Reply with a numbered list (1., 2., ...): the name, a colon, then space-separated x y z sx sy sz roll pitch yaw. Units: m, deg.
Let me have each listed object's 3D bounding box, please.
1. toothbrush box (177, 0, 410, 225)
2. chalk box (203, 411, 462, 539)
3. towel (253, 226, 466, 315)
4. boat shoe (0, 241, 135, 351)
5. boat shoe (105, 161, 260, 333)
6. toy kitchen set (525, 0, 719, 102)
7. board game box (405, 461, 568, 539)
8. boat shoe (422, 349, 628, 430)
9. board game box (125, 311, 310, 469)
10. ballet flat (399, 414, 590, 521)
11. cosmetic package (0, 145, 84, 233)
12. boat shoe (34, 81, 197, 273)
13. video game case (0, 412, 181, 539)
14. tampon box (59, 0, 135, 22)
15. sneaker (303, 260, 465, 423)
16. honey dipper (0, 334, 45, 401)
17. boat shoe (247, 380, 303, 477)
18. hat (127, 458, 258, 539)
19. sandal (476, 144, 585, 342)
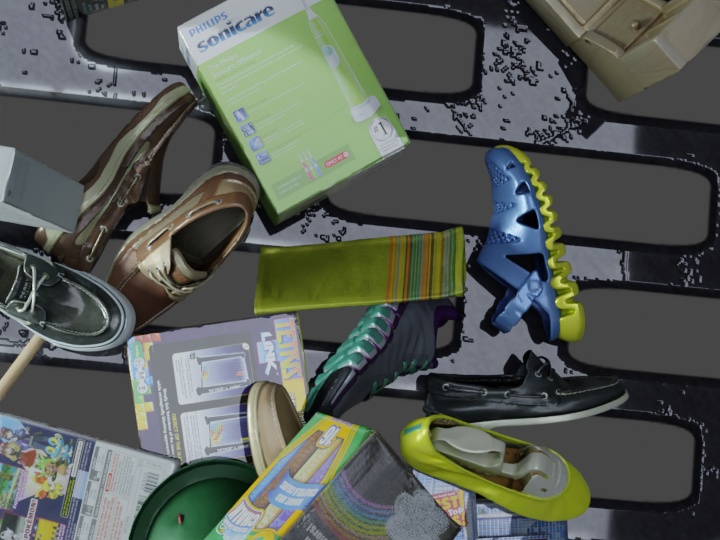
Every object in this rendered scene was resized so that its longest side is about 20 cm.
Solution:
1. toothbrush box: -0.064 -0.167 1.527 0.145 0.086 0.201 -29 89 -7
2. chalk box: -0.040 0.237 1.336 0.200 0.124 0.125 -46 109 -15
3. towel: 0.000 0.000 1.506 0.198 0.018 0.087 -5 42 7
4. boat shoe: -0.303 0.021 1.469 0.198 0.071 0.073 20 87 12
5. boat shoe: -0.168 -0.013 1.476 0.075 0.072 0.200 33 112 -24
6. toy kitchen set: 0.260 -0.300 1.524 0.163 0.180 0.200 -44 94 -9
7. board game box: 0.103 0.268 1.516 0.198 0.062 0.202 -2 86 -6
8. boat shoe: 0.154 0.109 1.530 0.197 0.075 0.067 -8 97 3
9. board game box: -0.126 0.148 1.506 0.163 0.057 0.202 -7 86 -8
10. ballet flat: 0.132 0.178 1.477 0.198 0.067 0.067 20 57 -12
11. cosmetic package: -0.366 -0.083 1.427 0.198 0.151 0.052 10 81 14
12. boat shoe: -0.213 -0.082 1.514 0.075 0.075 0.203 42 94 -3
13. video game case: -0.270 0.248 1.467 0.180 0.023 0.202 13 91 10
14. tampon box: -0.201 -0.333 1.495 0.198 0.150 0.127 -18 86 -7
15. sneaker: 0.028 0.084 1.500 0.087 0.074 0.201 41 62 -10
16. honey dipper: -0.343 0.123 1.496 0.038 0.038 0.201 35 81 -2
17. boat shoe: -0.043 0.189 1.441 0.064 0.071 0.202 -17 97 23
18. hat: -0.110 0.277 1.374 0.164 0.176 0.202 9 93 -18
19. sandal: 0.150 -0.021 1.542 0.086 0.079 0.202 -15 85 -4
